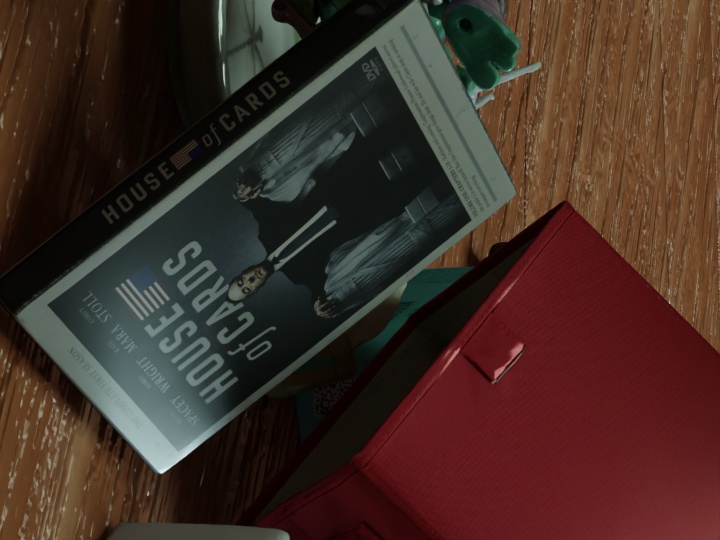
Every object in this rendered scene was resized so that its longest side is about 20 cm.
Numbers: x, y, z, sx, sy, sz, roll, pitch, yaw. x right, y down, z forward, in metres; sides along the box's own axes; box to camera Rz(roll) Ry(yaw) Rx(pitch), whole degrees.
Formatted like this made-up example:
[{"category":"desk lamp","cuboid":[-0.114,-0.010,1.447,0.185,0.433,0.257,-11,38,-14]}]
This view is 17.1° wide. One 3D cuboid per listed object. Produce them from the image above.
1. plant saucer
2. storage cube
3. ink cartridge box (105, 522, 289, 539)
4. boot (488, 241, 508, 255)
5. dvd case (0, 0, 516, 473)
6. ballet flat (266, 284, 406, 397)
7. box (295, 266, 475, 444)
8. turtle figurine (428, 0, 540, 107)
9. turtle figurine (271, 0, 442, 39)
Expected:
[{"category":"plant saucer","cuboid":[-0.047,-0.106,1.111,0.200,0.050,0.202,-1,90,-70]},{"category":"storage cube","cuboid":[0.075,0.110,1.097,0.180,0.171,0.200,45,58,-4]},{"category":"ink cartridge box","cuboid":[-0.083,0.213,0.951,0.200,0.083,0.146,-57,141,-58]},{"category":"boot","cuboid":[0.088,0.107,1.495,0.189,0.068,0.201,80,28,-45]},{"category":"dvd case","cuboid":[-0.037,-0.014,0.978,0.025,0.200,0.150,49,-5,35]},{"category":"ballet flat","cuboid":[0.000,0.000,1.214,0.200,0.063,0.069,-64,141,-52]},{"category":"box","cuboid":[0.023,0.060,1.298,0.200,0.049,0.083,-34,120,-66]},{"category":"turtle figurine","cuboid":[0.068,-0.151,1.344,0.101,0.150,0.200,40,34,-2]},{"category":"turtle figurine","cuboid":[0.011,-0.125,1.058,0.201,0.100,0.150,87,22,-46]}]
